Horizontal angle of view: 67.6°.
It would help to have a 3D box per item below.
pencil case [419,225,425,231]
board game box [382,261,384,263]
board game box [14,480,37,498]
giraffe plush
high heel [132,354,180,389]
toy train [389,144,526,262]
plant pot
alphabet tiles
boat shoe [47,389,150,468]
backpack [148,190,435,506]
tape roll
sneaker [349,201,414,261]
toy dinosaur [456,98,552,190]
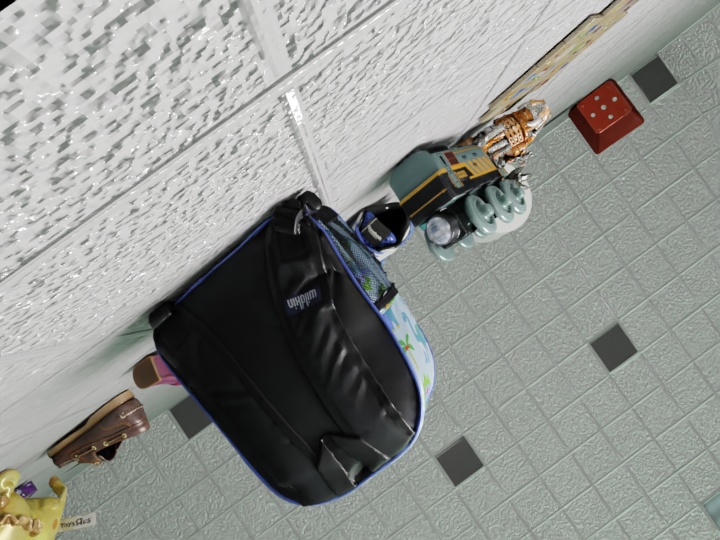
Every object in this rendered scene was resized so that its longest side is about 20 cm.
[{"bbox_3d":[0.180,-0.141,1.000,0.085,0.093,0.200,-34,177,-29],"label":"pencil case"},{"bbox_3d":[0.000,0.000,0.917,0.201,0.036,0.151,-63,-170,-24],"label":"board game box"},{"bbox_3d":[-0.737,0.488,1.032,0.120,0.032,0.200,-43,174,40],"label":"board game box"},{"bbox_3d":[-0.479,0.353,0.709,0.198,0.173,0.163,-24,154,-18],"label":"giraffe plush"},{"bbox_3d":[-0.164,0.084,0.621,0.198,0.068,0.096,-20,175,24],"label":"high heel"},{"bbox_3d":[0.114,-0.087,0.604,0.085,0.115,0.199,-34,176,37],"label":"toy train"},{"bbox_3d":[0.889,-0.574,1.957,0.199,0.201,0.176,-36,167,22],"label":"plant pot"},{"bbox_3d":[0.226,-0.239,0.609,0.200,0.006,0.166,-38,178,43],"label":"alphabet tiles"},{"bbox_3d":[-0.393,0.255,0.805,0.199,0.071,0.070,-35,180,26],"label":"boat shoe"},{"bbox_3d":[-0.037,0.067,0.449,0.182,0.201,0.147,-36,178,16],"label":"backpack"},{"bbox_3d":[0.365,-0.191,1.535,0.202,0.204,0.139,-35,178,-14],"label":"tape roll"},{"bbox_3d":[-0.004,-0.031,0.726,0.199,0.081,0.115,-42,175,-6],"label":"sneaker"},{"bbox_3d":[0.166,-0.158,0.733,0.198,0.104,0.135,-12,175,29],"label":"toy dinosaur"}]
